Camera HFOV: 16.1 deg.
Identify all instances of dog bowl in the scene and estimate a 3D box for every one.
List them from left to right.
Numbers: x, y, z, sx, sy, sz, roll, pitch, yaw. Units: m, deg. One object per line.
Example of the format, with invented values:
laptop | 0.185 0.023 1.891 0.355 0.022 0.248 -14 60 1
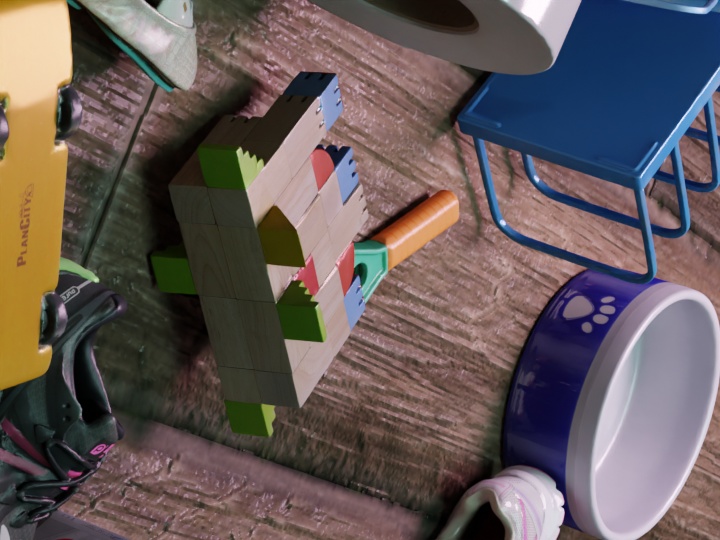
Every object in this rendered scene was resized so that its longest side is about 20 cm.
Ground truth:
dog bowl | 0.191 0.100 1.923 0.200 0.079 0.200 -34 132 -47

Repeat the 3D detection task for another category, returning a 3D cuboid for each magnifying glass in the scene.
magnifying glass | 0.000 0.000 1.621 0.200 0.022 0.080 -38 135 -45

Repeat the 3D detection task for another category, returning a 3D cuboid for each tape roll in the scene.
tape roll | 0.041 -0.213 1.399 0.203 0.203 0.139 36 75 -58

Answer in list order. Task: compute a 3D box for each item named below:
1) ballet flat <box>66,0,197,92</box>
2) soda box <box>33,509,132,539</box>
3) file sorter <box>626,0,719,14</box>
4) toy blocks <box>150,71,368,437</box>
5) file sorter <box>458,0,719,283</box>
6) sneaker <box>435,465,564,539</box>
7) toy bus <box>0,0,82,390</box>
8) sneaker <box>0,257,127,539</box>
ballet flat | -0.122 -0.151 1.291 0.062 0.067 0.200 -39 149 8
soda box | -0.156 0.239 1.453 0.063 0.068 0.200 -40 136 -42
file sorter | 0.181 -0.271 1.618 0.123 0.139 0.200 -43 144 -75
toy blocks | -0.044 -0.022 1.484 0.137 0.100 0.200 -55 142 -47
file sorter | 0.185 -0.109 1.735 0.200 0.139 0.123 -51 145 -29
sneaker | 0.080 0.234 1.825 0.088 0.081 0.200 17 83 -58
toy bus | -0.188 -0.043 1.242 0.065 0.078 0.200 -21 123 -54
sneaker | -0.169 0.094 1.327 0.077 0.084 0.200 -56 160 -78
